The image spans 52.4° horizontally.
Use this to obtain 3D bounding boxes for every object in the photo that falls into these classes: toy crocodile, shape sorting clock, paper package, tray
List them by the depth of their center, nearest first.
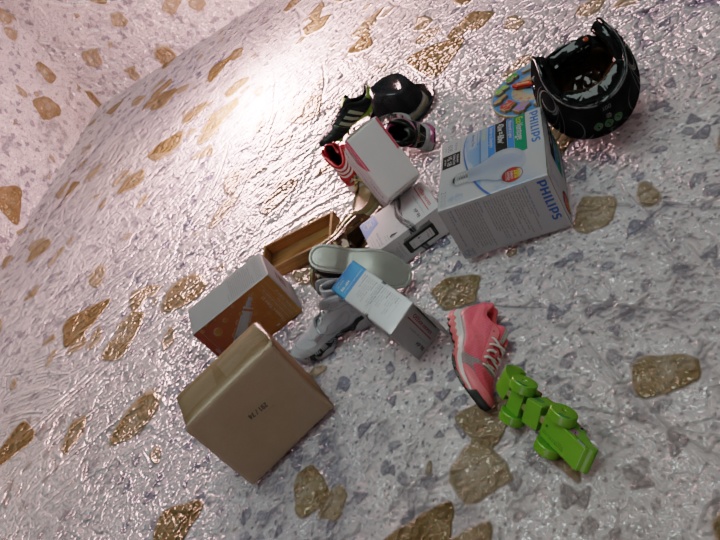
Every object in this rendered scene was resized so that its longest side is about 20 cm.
[{"bbox_3d":[0.248,0.197,0.990,0.200,0.061,0.068,41,123,54],"label":"toy crocodile"},{"bbox_3d":[-0.180,0.227,1.254,0.200,0.191,0.103,-43,30,-4],"label":"paper package"},{"bbox_3d":[0.365,-0.387,1.527,0.198,0.039,0.201,-26,38,22],"label":"shape sorting clock"},{"bbox_3d":[-0.137,-0.052,1.654,0.198,0.037,0.099,-26,38,23],"label":"tray"}]

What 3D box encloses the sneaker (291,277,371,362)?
[{"bbox_3d":[-0.068,0.085,1.366,0.199,0.115,0.075,-33,34,12],"label":"sneaker"}]

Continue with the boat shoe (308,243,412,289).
[{"bbox_3d":[0.000,0.000,1.380,0.197,0.060,0.075,8,70,7],"label":"boat shoe"}]

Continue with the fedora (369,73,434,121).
[{"bbox_3d":[0.083,-0.423,1.793,0.199,0.092,0.202,-26,37,21],"label":"fedora"}]

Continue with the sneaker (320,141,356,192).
[{"bbox_3d":[-0.044,-0.279,1.740,0.078,0.116,0.201,-37,35,6],"label":"sneaker"}]

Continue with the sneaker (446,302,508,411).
[{"bbox_3d":[0.187,0.119,1.117,0.086,0.074,0.201,-26,37,18],"label":"sneaker"}]

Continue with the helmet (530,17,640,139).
[{"bbox_3d":[0.399,-0.333,1.302,0.197,0.190,0.203,-2,83,20],"label":"helmet"}]

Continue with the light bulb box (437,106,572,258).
[{"bbox_3d":[0.253,-0.155,1.296,0.198,0.125,0.200,-18,40,24],"label":"light bulb box"}]

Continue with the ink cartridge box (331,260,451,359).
[{"bbox_3d":[0.055,0.075,1.230,0.067,0.116,0.199,-51,49,-4],"label":"ink cartridge box"}]

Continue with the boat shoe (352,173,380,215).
[{"bbox_3d":[0.014,-0.199,1.639,0.073,0.066,0.202,-15,43,34],"label":"boat shoe"}]

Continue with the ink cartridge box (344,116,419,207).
[{"bbox_3d":[0.040,-0.215,1.490,0.083,0.147,0.200,-39,1,0],"label":"ink cartridge box"}]

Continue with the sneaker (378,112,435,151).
[{"bbox_3d":[0.082,-0.322,1.665,0.199,0.086,0.081,20,105,53],"label":"sneaker"}]

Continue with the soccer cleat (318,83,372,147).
[{"bbox_3d":[-0.040,-0.403,1.903,0.199,0.081,0.068,-39,34,4],"label":"soccer cleat"}]

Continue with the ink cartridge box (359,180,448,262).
[{"bbox_3d":[0.106,-0.098,1.438,0.199,0.068,0.116,-36,35,7],"label":"ink cartridge box"}]

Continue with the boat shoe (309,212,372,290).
[{"bbox_3d":[-0.035,-0.041,1.511,0.067,0.072,0.201,3,51,48],"label":"boat shoe"}]

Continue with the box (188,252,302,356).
[{"bbox_3d":[-0.242,0.083,1.530,0.199,0.125,0.098,-38,35,5],"label":"box"}]
